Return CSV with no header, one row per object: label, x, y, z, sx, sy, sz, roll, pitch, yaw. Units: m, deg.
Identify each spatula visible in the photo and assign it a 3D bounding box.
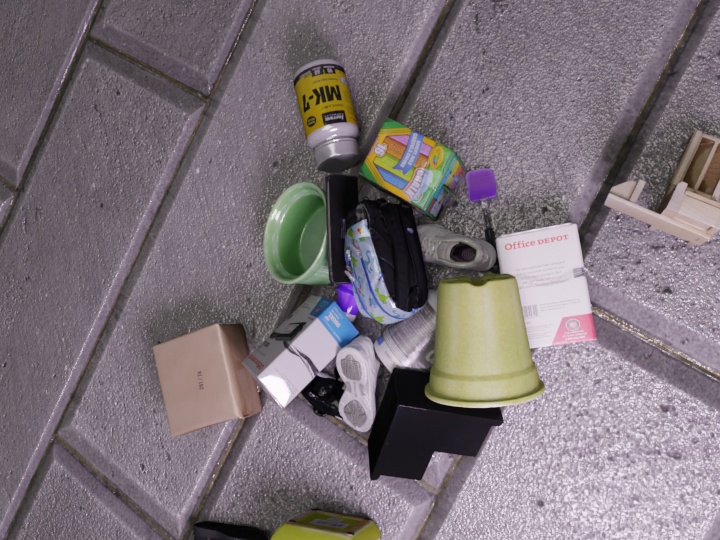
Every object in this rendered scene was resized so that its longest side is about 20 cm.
spatula,0.244,-0.096,1.143,0.055,0.020,0.206,-10,86,18

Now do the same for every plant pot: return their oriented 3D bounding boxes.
plant pot,0.198,0.104,0.981,0.195,0.200,0.190,-3,94,19
plant pot,-0.066,0.563,1.112,0.195,0.199,0.187,2,80,20

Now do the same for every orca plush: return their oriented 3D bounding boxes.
orca plush,-0.089,0.230,1.209,0.105,0.071,0.201,-41,74,12

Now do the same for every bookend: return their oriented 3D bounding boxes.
bookend,0.131,0.297,1.098,0.195,0.093,0.202,10,123,-9

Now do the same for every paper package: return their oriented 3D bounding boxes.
paper package,-0.329,0.233,1.279,0.187,0.103,0.205,-19,80,17

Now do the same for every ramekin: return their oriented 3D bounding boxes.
ramekin,-0.099,-0.066,1.193,0.197,0.096,0.205,-14,69,42

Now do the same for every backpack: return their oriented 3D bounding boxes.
backpack,0.049,-0.007,1.079,0.153,0.161,0.203,-39,67,35

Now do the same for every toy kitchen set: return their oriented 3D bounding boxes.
toy kitchen set,0.510,-0.161,0.959,0.161,0.199,0.184,26,94,19

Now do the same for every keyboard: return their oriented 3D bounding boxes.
keyboard,-0.017,-0.078,1.124,0.020,0.125,0.206,-2,90,49

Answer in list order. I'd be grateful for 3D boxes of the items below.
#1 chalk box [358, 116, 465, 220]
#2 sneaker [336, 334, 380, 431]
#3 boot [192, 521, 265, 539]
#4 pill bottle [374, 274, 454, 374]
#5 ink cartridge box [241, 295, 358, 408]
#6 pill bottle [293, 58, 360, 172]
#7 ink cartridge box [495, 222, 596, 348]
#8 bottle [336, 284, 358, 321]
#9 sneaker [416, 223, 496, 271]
chalk box,0.119,-0.183,1.144,0.197,0.124,0.126,30,96,18
sneaker,0.008,0.216,1.145,0.076,0.099,0.205,13,120,23
boot,-0.282,0.625,1.244,0.194,0.073,0.167,-3,82,27
pill bottle,0.130,0.110,1.119,0.200,0.113,0.114,-45,73,11
ink cartridge box,-0.119,0.149,1.144,0.200,0.144,0.085,-44,107,-16
pill bottle,-0.066,-0.316,1.226,0.112,0.114,0.205,-17,80,17
ink cartridge box,0.330,0.031,1.069,0.141,0.084,0.206,-10,83,18
bottle,0.000,0.000,1.200,0.082,0.065,0.205,20,92,20
sneaker,0.155,-0.049,1.127,0.196,0.099,0.077,11,94,29
